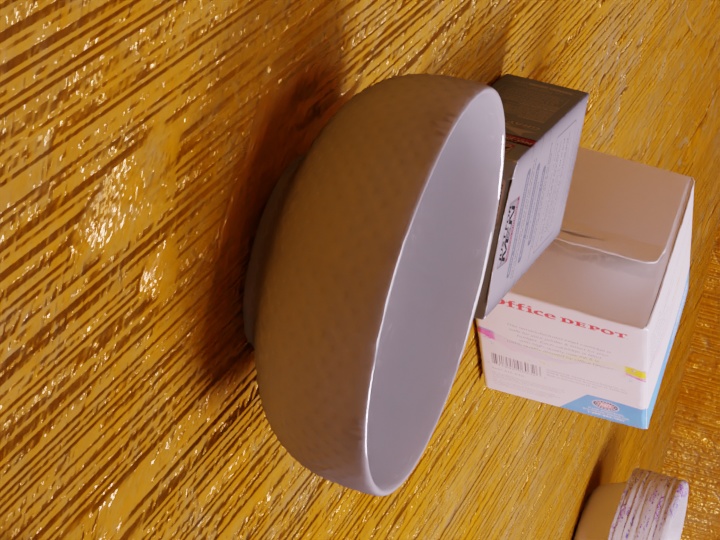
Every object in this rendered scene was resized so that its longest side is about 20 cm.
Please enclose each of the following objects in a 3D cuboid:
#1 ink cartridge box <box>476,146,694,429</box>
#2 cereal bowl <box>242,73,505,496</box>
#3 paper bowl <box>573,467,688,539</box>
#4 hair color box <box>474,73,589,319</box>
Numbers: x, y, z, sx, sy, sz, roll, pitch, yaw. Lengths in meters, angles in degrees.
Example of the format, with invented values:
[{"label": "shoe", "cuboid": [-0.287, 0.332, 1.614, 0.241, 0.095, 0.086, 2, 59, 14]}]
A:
[{"label": "ink cartridge box", "cuboid": [0.160, 0.005, 1.618, 0.200, 0.128, 0.125, 79, 29, -62]}, {"label": "cereal bowl", "cuboid": [0.000, 0.000, 1.066, 0.200, 0.083, 0.201, 16, 90, -77]}, {"label": "paper bowl", "cuboid": [0.292, 0.317, 2.543, 0.201, 0.104, 0.201, 16, 90, -76]}, {"label": "hair color box", "cuboid": [0.082, -0.049, 1.392, 0.200, 0.060, 0.099, -42, 145, -67]}]
